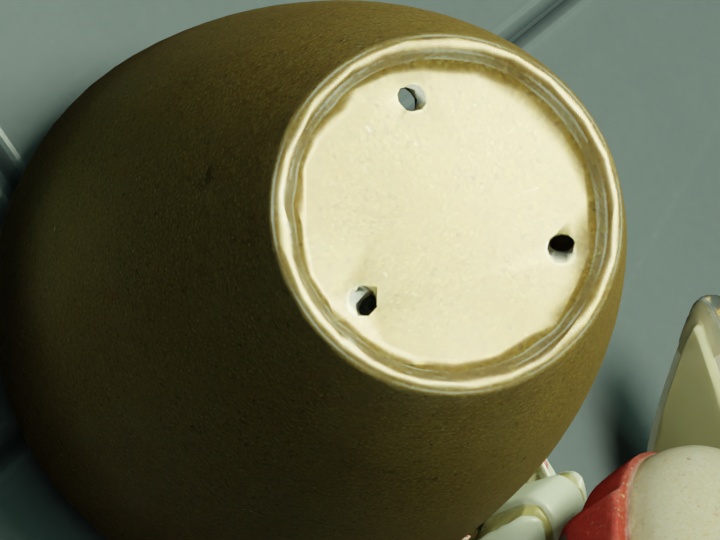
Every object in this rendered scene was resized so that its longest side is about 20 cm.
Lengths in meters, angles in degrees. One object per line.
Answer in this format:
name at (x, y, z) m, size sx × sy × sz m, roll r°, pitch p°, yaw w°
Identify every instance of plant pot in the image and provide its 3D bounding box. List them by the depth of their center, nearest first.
plant pot at (0.000, 0.000, 0.785) m, size 0.186 × 0.200 × 0.186 m, roll 2°, pitch 83°, yaw -14°

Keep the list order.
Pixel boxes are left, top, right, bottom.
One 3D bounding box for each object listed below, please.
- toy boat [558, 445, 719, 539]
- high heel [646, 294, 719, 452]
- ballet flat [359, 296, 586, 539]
toy boat at (0.110, 0.159, 0.893) m, size 0.200 × 0.131 × 0.131 m, roll 45°, pitch 33°, yaw -28°
high heel at (0.176, 0.096, 1.009) m, size 0.143 × 0.071 × 0.200 m, roll -15°, pitch 99°, yaw -35°
ballet flat at (0.036, 0.065, 0.920) m, size 0.076 × 0.064 × 0.200 m, roll -35°, pitch 96°, yaw -42°
